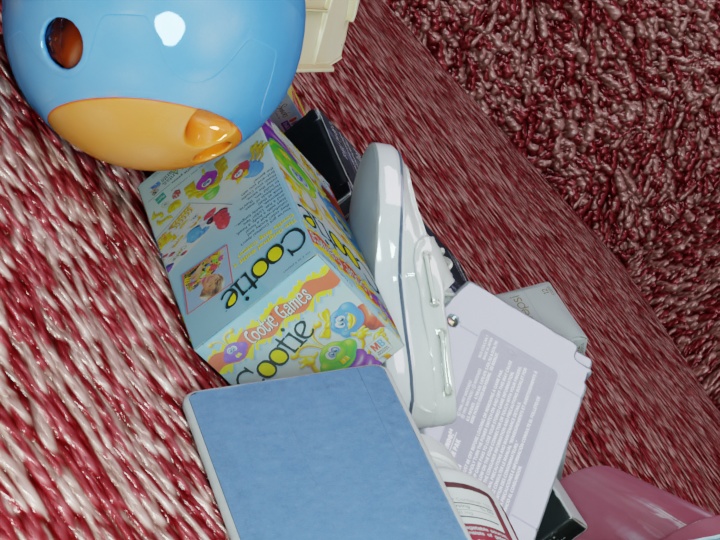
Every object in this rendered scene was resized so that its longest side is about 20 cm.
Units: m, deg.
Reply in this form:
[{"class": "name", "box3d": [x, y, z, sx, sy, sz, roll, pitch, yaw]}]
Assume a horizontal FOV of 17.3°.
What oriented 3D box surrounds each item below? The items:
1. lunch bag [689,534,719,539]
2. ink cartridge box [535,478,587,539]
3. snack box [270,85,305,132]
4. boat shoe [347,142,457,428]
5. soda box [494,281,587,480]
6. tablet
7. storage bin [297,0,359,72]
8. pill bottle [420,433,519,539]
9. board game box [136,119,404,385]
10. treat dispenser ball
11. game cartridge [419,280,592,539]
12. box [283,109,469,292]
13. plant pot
[{"class": "lunch bag", "box3d": [0.210, 0.273, 1.539, 0.170, 0.200, 0.127, 43, 13, -35]}, {"class": "ink cartridge box", "box3d": [0.077, 0.138, 1.729, 0.037, 0.095, 0.201, 37, 17, -52]}, {"class": "snack box", "box3d": [-0.122, -0.211, 2.020, 0.201, 0.067, 0.169, 62, 2, 19]}, {"class": "boat shoe", "box3d": [0.032, 0.012, 1.616, 0.074, 0.065, 0.202, 147, -57, -66]}, {"class": "soda box", "box3d": [0.120, 0.108, 1.814, 0.201, 0.063, 0.068, 96, -27, -42]}, {"class": "tablet", "box3d": [-0.018, 0.123, 1.329, 0.200, 0.129, 0.014, -117, -156, -52]}, {"class": "storage bin", "box3d": [-0.121, -0.216, 1.754, 0.199, 0.095, 0.198, 16, 10, 17]}, {"class": "pill bottle", "box3d": [0.045, 0.187, 1.351, 0.113, 0.113, 0.200, 44, 12, -36]}, {"class": "board game box", "box3d": [-0.063, -0.005, 1.578, 0.103, 0.105, 0.200, 46, 12, -35]}, {"class": "treat dispenser ball", "box3d": [-0.135, -0.166, 1.549, 0.201, 0.200, 0.201, 49, 10, -12]}, {"class": "game cartridge", "box3d": [0.079, 0.109, 1.650, 0.133, 0.040, 0.201, 33, 52, -11]}, {"class": "box", "box3d": [0.000, 0.000, 1.844, 0.200, 0.107, 0.149, 47, 10, -30]}, {"class": "plant pot", "box3d": [0.208, 0.243, 1.733, 0.179, 0.200, 0.200, 39, -2, 44]}]
